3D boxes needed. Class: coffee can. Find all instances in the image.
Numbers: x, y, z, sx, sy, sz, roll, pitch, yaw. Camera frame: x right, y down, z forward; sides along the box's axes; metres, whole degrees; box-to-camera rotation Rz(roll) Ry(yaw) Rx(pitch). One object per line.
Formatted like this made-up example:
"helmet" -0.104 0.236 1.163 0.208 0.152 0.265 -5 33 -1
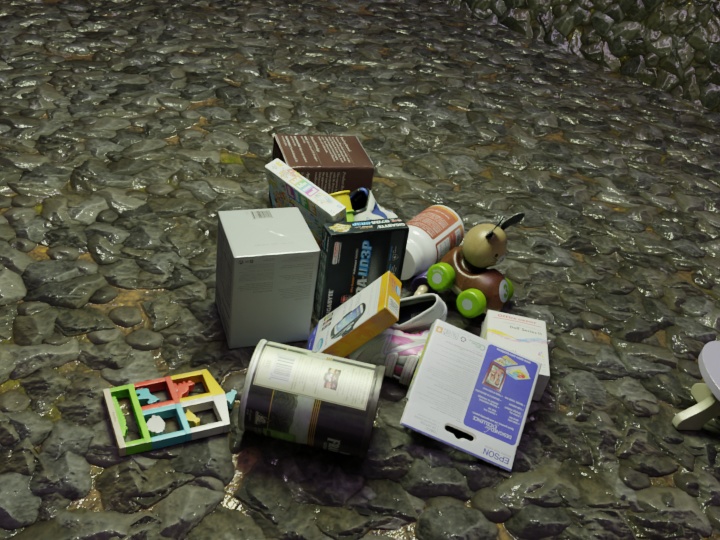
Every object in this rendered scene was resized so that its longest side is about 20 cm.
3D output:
"coffee can" -0.073 0.198 1.179 0.200 0.147 0.146 13 34 4

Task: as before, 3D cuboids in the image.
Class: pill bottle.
"pill bottle" 0.132 -0.058 1.633 0.112 0.112 0.200 27 38 23

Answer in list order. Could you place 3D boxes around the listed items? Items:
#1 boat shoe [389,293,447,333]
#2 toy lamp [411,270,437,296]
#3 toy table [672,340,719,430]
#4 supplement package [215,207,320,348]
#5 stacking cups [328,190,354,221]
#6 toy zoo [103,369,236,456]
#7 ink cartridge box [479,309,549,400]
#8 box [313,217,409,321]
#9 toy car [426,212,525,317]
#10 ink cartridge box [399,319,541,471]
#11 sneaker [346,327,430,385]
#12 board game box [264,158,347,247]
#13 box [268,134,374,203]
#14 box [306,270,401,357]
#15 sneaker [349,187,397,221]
"boat shoe" 0.056 0.084 1.380 0.200 0.065 0.074 -21 53 9
"toy lamp" 0.108 0.062 1.506 0.058 0.058 0.200 22 38 16
"toy table" 0.658 0.236 1.346 0.184 0.117 0.200 10 35 -2
"supplement package" -0.174 0.011 1.373 0.152 0.200 0.151 -5 37 -20
"stacking cups" -0.028 -0.056 1.522 0.060 0.200 0.061 -13 3 1
"toy zoo" -0.293 0.218 1.203 0.200 0.020 0.131 -9 39 -26
"ink cartridge box" 0.285 0.143 1.423 0.117 0.067 0.200 11 34 2
"box" 0.000 0.000 1.436 0.159 0.200 0.046 -6 34 -22
"toy car" 0.256 -0.029 1.506 0.158 0.200 0.164 42 30 21
"ink cartridge box" 0.183 0.208 1.270 0.197 0.047 0.200 23 66 0
"sneaker" 0.077 0.156 1.337 0.200 0.081 0.088 -4 42 -9
"board game box" -0.102 -0.115 1.475 0.034 0.135 0.200 -36 55 -25
"box" -0.093 -0.202 1.732 0.200 0.166 0.164 -2 36 -19
"box" -0.015 0.095 1.345 0.041 0.200 0.119 43 27 -19
"sneaker" 0.022 -0.124 1.614 0.080 0.115 0.199 -17 10 20
